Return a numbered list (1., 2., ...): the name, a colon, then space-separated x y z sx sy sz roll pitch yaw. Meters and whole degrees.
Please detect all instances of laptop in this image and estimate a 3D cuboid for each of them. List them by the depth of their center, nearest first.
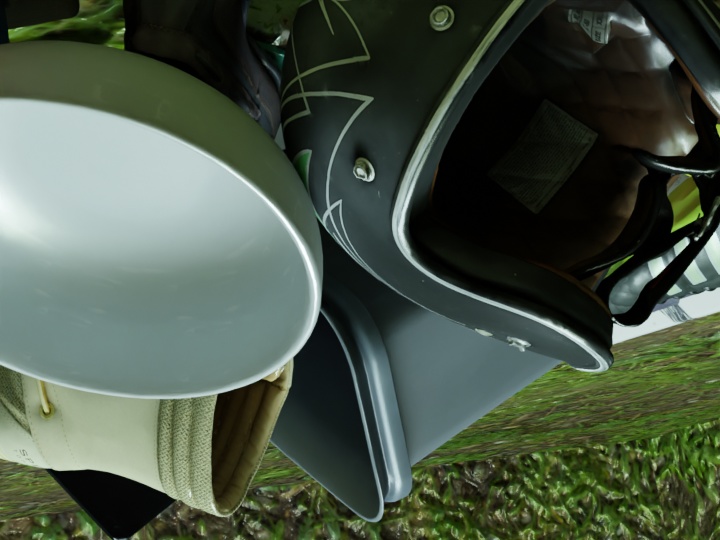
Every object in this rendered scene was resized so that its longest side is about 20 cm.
1. laptop: -0.171 0.092 1.769 0.103 0.177 0.200 -43 172 -4

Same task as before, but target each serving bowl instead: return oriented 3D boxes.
1. serving bowl: -0.108 -0.030 1.091 0.199 0.066 0.200 10 144 7

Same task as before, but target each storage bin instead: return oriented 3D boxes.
1. storage bin: 0.000 0.000 1.273 0.134 0.146 0.200 -28 -144 -23

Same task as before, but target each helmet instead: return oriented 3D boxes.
1. helmet: 0.059 -0.070 1.095 0.190 0.200 0.200 37 154 -13

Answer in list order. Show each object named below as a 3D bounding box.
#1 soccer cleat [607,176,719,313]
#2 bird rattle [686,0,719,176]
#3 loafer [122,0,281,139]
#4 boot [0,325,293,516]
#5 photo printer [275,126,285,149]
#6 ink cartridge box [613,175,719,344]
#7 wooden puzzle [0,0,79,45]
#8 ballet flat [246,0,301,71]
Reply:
1. soccer cleat: 0.182 -0.013 1.381 0.081 0.068 0.200 34 144 -9
2. bird rattle: 0.154 -0.079 1.309 0.163 0.113 0.200 -46 169 -34
3. loafer: -0.075 -0.080 1.138 0.072 0.063 0.200 9 158 7
4. boot: -0.099 0.003 1.212 0.155 0.201 0.073 12 -178 34
5. photo printer: 0.045 -0.068 1.455 0.166 0.070 0.200 -16 170 23
6. ink cartridge box: 0.177 -0.040 1.522 0.200 0.084 0.145 -19 -151 41
7. wooden puzzle: -0.216 -0.101 1.040 0.184 0.047 0.200 -12 171 4
8. ballet flat: 0.004 -0.095 1.223 0.199 0.064 0.076 22 156 -18
